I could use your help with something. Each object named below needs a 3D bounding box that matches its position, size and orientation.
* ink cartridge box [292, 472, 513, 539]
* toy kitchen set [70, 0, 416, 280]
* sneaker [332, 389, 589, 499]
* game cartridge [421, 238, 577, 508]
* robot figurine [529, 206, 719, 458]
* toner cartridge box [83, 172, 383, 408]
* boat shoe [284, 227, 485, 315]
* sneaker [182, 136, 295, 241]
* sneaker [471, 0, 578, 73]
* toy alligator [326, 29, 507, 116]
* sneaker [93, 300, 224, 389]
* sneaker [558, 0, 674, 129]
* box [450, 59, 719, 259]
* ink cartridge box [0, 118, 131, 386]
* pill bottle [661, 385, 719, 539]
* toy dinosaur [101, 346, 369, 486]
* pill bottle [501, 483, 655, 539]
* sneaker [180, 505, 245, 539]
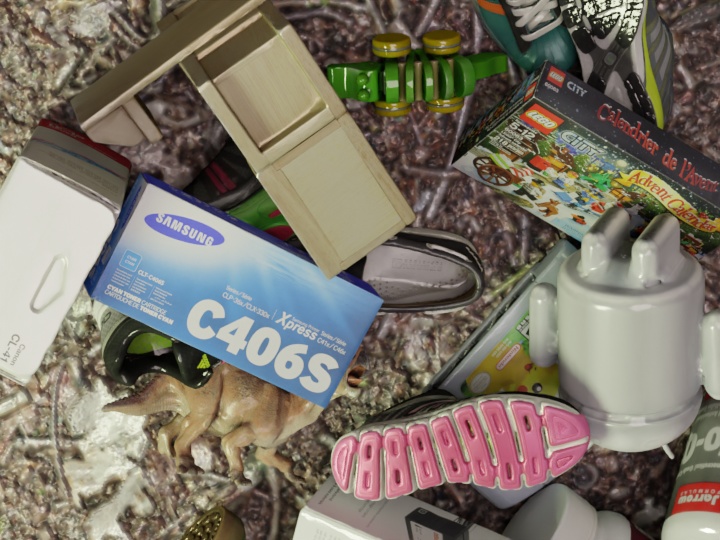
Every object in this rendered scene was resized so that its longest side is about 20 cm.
[{"bbox_3d":[0.041,0.264,1.679,0.199,0.084,0.146,22,117,13],"label":"ink cartridge box"},{"bbox_3d":[-0.094,-0.092,1.579,0.163,0.200,0.181,-35,114,0],"label":"toy kitchen set"},{"bbox_3d":[0.080,0.126,1.655,0.198,0.087,0.074,-11,103,16],"label":"sneaker"},{"bbox_3d":[0.144,0.090,1.735,0.133,0.040,0.200,40,95,-18],"label":"game cartridge"},{"bbox_3d":[0.208,0.054,1.651,0.169,0.113,0.201,12,119,27],"label":"robot figurine"},{"bbox_3d":[-0.092,0.016,1.569,0.199,0.043,0.095,26,97,-18],"label":"toner cartridge box"},{"bbox_3d":[0.000,0.000,1.678,0.198,0.060,0.074,7,106,-9],"label":"boat shoe"},{"bbox_3d":[-0.095,-0.056,1.653,0.199,0.084,0.077,-16,139,10],"label":"sneaker"},{"bbox_3d":[0.114,-0.230,1.631,0.071,0.080,0.201,-29,108,0],"label":"sneaker"},{"bbox_3d":[0.018,-0.146,1.648,0.198,0.054,0.060,-4,112,-6],"label":"toy alligator"},{"bbox_3d":[-0.111,0.045,1.633,0.198,0.088,0.074,-8,137,10],"label":"sneaker"},{"bbox_3d":[0.202,-0.187,1.652,0.073,0.081,0.201,5,119,26],"label":"sneaker"},{"bbox_3d":[0.187,-0.072,1.654,0.199,0.137,0.038,29,61,-13],"label":"box"},{"bbox_3d":[-0.236,-0.019,1.566,0.085,0.200,0.148,28,98,-7],"label":"ink cartridge box"},{"bbox_3d":[0.302,0.184,1.693,0.113,0.114,0.201,29,62,-14],"label":"pill bottle"},{"bbox_3d":[-0.095,0.093,1.680,0.198,0.086,0.137,11,93,3],"label":"toy dinosaur"},{"bbox_3d":[0.211,0.267,1.743,0.200,0.114,0.114,37,95,-15],"label":"pill bottle"},{"bbox_3d":[-0.134,0.289,1.728,0.090,0.067,0.201,32,97,-21],"label":"sneaker"}]
